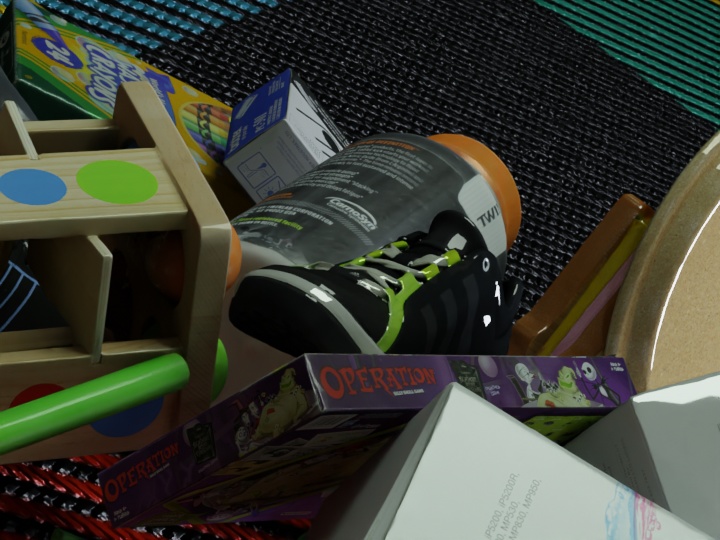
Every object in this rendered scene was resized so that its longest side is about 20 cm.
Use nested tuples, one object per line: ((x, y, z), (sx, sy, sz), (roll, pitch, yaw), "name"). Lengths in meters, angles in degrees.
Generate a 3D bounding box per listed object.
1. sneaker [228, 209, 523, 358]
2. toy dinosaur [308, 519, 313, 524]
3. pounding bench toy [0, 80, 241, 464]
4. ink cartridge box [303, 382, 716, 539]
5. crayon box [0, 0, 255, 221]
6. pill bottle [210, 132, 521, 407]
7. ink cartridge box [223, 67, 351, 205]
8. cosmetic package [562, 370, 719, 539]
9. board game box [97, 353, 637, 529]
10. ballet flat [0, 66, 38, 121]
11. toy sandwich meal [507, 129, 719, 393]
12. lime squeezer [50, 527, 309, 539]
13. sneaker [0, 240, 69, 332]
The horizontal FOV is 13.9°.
((0.012, 0.008, 1.222), (0.072, 0.083, 0.200), (25, 0, 24), "sneaker")
((-0.063, 0.073, 1.375), (0.088, 0.047, 0.200), (26, 22, -43), "toy dinosaur")
((-0.121, 0.026, 1.174), (0.156, 0.124, 0.200), (-3, 33, -21), "pounding bench toy")
((0.062, 0.167, 1.102), (0.200, 0.145, 0.145), (31, 58, -7), "ink cartridge box")
((-0.114, -0.066, 1.625), (0.200, 0.052, 0.126), (28, 19, -19), "crayon box")
((0.000, 0.000, 1.374), (0.106, 0.106, 0.200), (38, 37, 12), "pill bottle")
((0.004, -0.008, 1.585), (0.200, 0.044, 0.094), (52, 13, -16), "ink cartridge box")
((0.135, 0.101, 1.237), (0.113, 0.200, 0.081), (-14, 76, -19), "cosmetic package")
((0.007, 0.067, 1.174), (0.200, 0.120, 0.032), (3, 59, -50), "board game box")
((-0.220, -0.099, 1.507), (0.073, 0.073, 0.200), (13, 29, -47), "ballet flat")
((0.156, 0.001, 1.439), (0.070, 0.205, 0.205), (28, 13, 30), "toy sandwich meal")
((-0.038, 0.117, 1.271), (0.200, 0.071, 0.038), (-16, 40, -28), "lime squeezer")
((-0.171, -0.005, 1.298), (0.200, 0.078, 0.070), (12, 29, -33), "sneaker")
